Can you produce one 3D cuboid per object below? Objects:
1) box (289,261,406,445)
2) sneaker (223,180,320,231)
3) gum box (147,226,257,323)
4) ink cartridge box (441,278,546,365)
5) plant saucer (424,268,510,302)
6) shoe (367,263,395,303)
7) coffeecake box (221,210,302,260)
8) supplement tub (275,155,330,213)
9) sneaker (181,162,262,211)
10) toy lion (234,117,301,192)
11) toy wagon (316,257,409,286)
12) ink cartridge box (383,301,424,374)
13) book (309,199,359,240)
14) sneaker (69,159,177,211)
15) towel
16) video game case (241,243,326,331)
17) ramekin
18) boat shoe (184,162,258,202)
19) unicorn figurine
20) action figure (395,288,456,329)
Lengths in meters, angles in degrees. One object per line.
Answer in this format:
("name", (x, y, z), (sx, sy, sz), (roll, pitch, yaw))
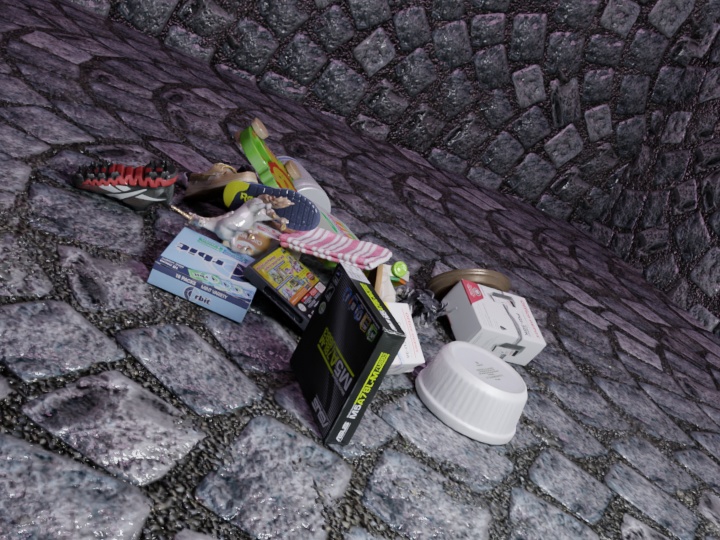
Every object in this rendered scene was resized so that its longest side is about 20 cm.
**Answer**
("box", (-0.026, 0.117, 1.134), (0.047, 0.194, 0.200), (19, 21, -30))
("sneaker", (-0.171, -0.134, 1.539), (0.199, 0.074, 0.082), (20, 5, 6))
("gum box", (-0.262, 0.004, 1.345), (0.169, 0.045, 0.200), (25, 17, -8))
("ink cartridge box", (0.297, 0.116, 1.710), (0.199, 0.083, 0.147), (15, 40, -32))
("plant saucer", (0.249, 0.048, 1.785), (0.199, 0.200, 0.030), (16, 60, -30))
("shoe", (0.036, 0.069, 1.486), (0.053, 0.070, 0.201), (23, 47, -19))
("coffeecake box", (-0.201, -0.077, 1.603), (0.153, 0.073, 0.200), (24, 19, -13))
("supplement tub", (-0.165, -0.181, 1.847), (0.131, 0.133, 0.200), (15, 23, -33))
("sneaker", (-0.299, -0.201, 1.734), (0.199, 0.114, 0.076), (28, 18, 1))
("toy lion", (-0.187, -0.206, 1.648), (0.200, 0.068, 0.192), (51, 14, -31))
("toy wagon", (0.000, 0.000, 1.626), (0.199, 0.040, 0.155), (10, -10, -22))
("ink cartridge box", (0.039, 0.119, 1.343), (0.199, 0.067, 0.117), (6, 63, -49))
("book", (-0.051, -0.076, 1.705), (0.134, 0.048, 0.200), (53, 9, 18))
("sneaker", (-0.453, -0.159, 1.481), (0.199, 0.098, 0.071), (-1, 37, -9))
("towel", (-0.046, -0.048, 1.514), (0.199, 0.030, 0.146), (16, 16, 14))
("video game case", (-0.116, 0.037, 1.413), (0.181, 0.026, 0.200), (43, 16, -1))
("ramekin", (0.204, 0.209, 1.369), (0.201, 0.095, 0.203), (24, 18, -8))
("boat shoe", (-0.299, -0.194, 1.630), (0.199, 0.070, 0.074), (-6, -11, 34))
("unicorn figurine", (-0.230, -0.091, 1.437), (0.137, 0.074, 0.199), (29, 38, 34))
("action figure", (0.093, 0.080, 1.546), (0.199, 0.103, 0.119), (15, -2, 39))
